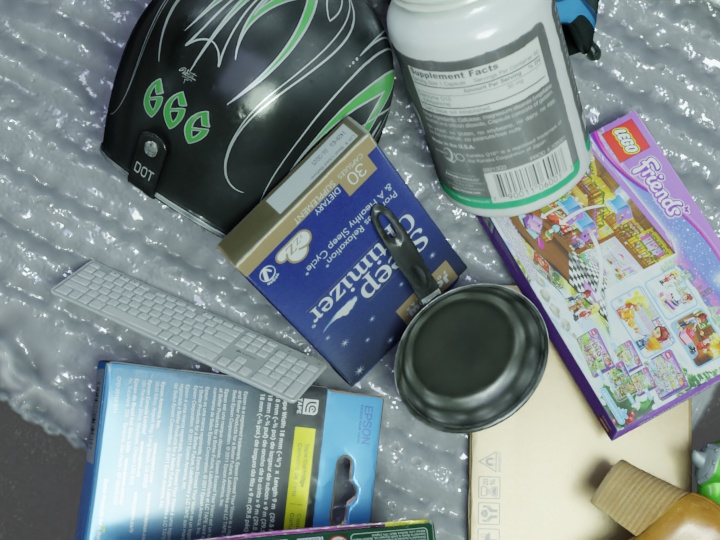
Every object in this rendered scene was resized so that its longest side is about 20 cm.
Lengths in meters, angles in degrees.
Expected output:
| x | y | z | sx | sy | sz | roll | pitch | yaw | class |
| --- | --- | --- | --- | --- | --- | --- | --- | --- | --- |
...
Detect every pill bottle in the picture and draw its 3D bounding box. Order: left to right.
| x | y | z | sx | sy | sz | roll | pitch | yaw | class |
| --- | --- | --- | --- | --- | --- | --- | --- | --- | --- |
| 0.083 | -0.144 | 0.945 | 0.113 | 0.113 | 0.201 | -23 | 127 | -2 | pill bottle |

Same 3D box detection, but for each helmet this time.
| x | y | z | sx | sy | sz | roll | pitch | yaw | class |
| --- | --- | --- | --- | --- | --- | --- | --- | --- | --- |
| -0.070 | -0.126 | 0.967 | 0.200 | 0.200 | 0.191 | 33 | 96 | 4 | helmet |

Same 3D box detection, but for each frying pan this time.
| x | y | z | sx | sy | sz | roll | pitch | yaw | class |
| --- | --- | --- | --- | --- | --- | --- | --- | --- | --- |
| 0.048 | 0.042 | 0.966 | 0.190 | 0.031 | 0.115 | 32 | 100 | -25 | frying pan |

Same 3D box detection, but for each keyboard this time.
| x | y | z | sx | sy | sz | roll | pitch | yaw | class |
| --- | --- | --- | --- | --- | --- | --- | --- | --- | --- |
| -0.123 | 0.042 | 0.999 | 0.199 | 0.056 | 0.011 | 23 | 115 | 14 | keyboard |

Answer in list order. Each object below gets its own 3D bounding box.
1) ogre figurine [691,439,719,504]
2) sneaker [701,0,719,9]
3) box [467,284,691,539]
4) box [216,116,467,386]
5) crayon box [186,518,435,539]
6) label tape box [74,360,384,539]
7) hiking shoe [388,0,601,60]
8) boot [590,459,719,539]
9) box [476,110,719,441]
| x | y | z | sx | sy | sz | roll | pitch | yaw | class |
| --- | --- | --- | --- | --- | --- | --- | --- | --- | --- |
| 0.314 | 0.153 | 0.979 | 0.199 | 0.098 | 0.120 | -19 | 95 | 10 | ogre figurine |
| 0.258 | -0.232 | 1.042 | 0.087 | 0.074 | 0.201 | -33 | 78 | 9 | sneaker |
| 0.160 | 0.112 | 1.020 | 0.163 | 0.021 | 0.201 | 1 | 84 | 1 | box |
| 0.000 | 0.000 | 0.957 | 0.121 | 0.200 | 0.032 | -46 | 49 | -4 | box |
| -0.046 | 0.233 | 0.933 | 0.199 | 0.173 | 0.059 | -5 | 55 | 0 | crayon box |
| -0.094 | 0.147 | 0.991 | 0.199 | 0.063 | 0.145 | 9 | 83 | -17 | label tape box |
| 0.089 | -0.196 | 1.011 | 0.199 | 0.074 | 0.087 | -2 | 90 | -17 | hiking shoe |
| 0.190 | 0.243 | 0.942 | 0.144 | 0.071 | 0.202 | 34 | 105 | 27 | boot |
| 0.188 | 0.001 | 1.001 | 0.136 | 0.039 | 0.201 | -27 | 73 | -6 | box |
